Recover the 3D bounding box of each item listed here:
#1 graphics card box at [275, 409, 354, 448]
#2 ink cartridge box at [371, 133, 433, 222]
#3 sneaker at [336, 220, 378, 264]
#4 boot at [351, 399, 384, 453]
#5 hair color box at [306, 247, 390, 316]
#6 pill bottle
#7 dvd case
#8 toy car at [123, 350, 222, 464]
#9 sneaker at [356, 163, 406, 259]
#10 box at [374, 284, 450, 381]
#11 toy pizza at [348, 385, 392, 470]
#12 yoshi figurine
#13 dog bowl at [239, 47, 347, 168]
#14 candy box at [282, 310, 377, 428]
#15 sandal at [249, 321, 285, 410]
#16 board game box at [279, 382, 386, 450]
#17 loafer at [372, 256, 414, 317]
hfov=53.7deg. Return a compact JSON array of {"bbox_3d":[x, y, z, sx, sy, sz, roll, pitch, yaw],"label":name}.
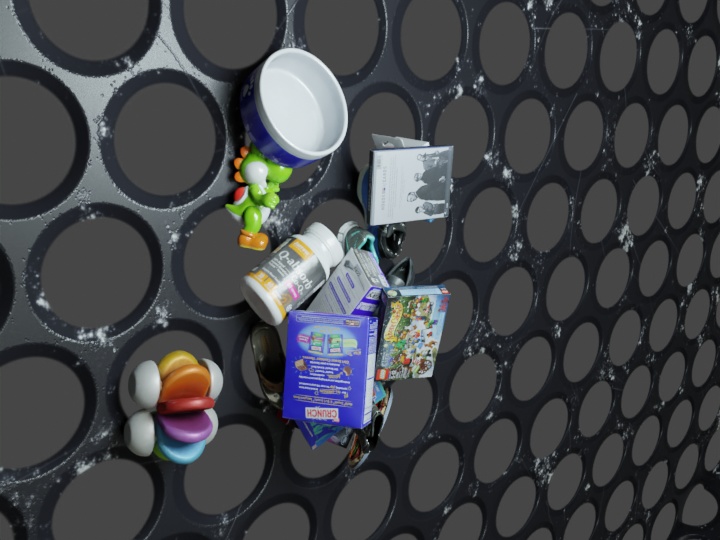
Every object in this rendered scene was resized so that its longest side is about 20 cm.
[{"bbox_3d":[-0.080,0.302,1.570,0.199,0.050,0.128,34,79,-41],"label":"graphics card box"},{"bbox_3d":[0.108,-0.217,1.544,0.067,0.115,0.203,-37,123,-22],"label":"ink cartridge box"},{"bbox_3d":[0.000,0.000,1.529,0.076,0.090,0.205,-21,114,-32],"label":"sneaker"},{"bbox_3d":[0.011,0.248,1.402,0.066,0.131,0.204,-10,122,-28],"label":"boot"},{"bbox_3d":[-0.031,0.067,1.452,0.064,0.110,0.201,10,128,-39],"label":"hair color box"},{"bbox_3d":[-0.133,0.003,1.402,0.200,0.115,0.118,-43,125,-23],"label":"pill bottle"},{"bbox_3d":[0.103,-0.177,1.466,0.196,0.025,0.154,-8,111,-28],"label":"dvd case"},{"bbox_3d":[-0.323,0.257,1.288,0.172,0.149,0.205,2,101,-40],"label":"toy car"},{"bbox_3d":[0.052,-0.124,1.525,0.075,0.110,0.205,-12,109,-36],"label":"sneaker"},{"bbox_3d":[0.096,0.127,1.429,0.133,0.038,0.204,-3,120,-20],"label":"box"},{"bbox_3d":[0.015,0.347,1.592,0.031,0.200,0.203,28,82,-4],"label":"toy pizza"},{"bbox_3d":[-0.177,-0.144,1.342,0.111,0.110,0.206,-3,102,-55],"label":"yoshi figurine"},{"bbox_3d":[-0.121,-0.296,1.310,0.197,0.078,0.205,14,68,-39],"label":"dog bowl"},{"bbox_3d":[-0.057,0.184,1.348,0.077,0.165,0.206,11,83,-71],"label":"candy box"},{"bbox_3d":[-0.171,0.201,1.443,0.080,0.055,0.205,-17,109,-11],"label":"sandal"},{"bbox_3d":[-0.053,0.261,1.485,0.198,0.045,0.154,-35,131,-12],"label":"board game box"},{"bbox_3d":[0.068,0.043,1.578,0.201,0.067,0.072,-53,153,-46],"label":"loafer"}]
